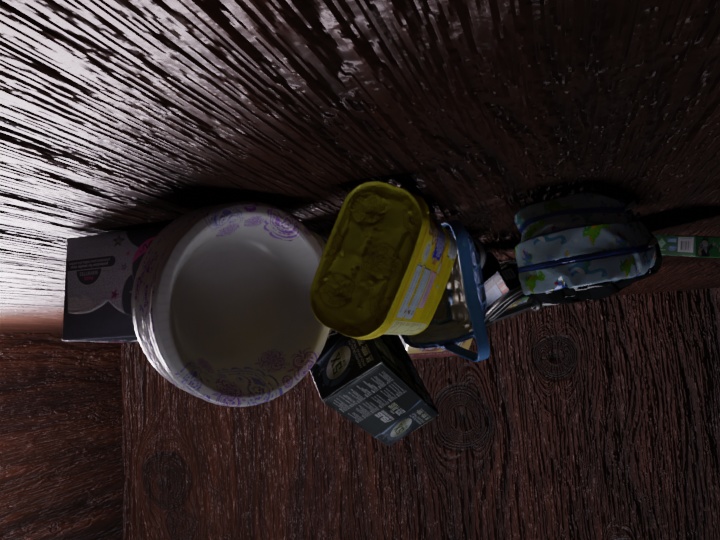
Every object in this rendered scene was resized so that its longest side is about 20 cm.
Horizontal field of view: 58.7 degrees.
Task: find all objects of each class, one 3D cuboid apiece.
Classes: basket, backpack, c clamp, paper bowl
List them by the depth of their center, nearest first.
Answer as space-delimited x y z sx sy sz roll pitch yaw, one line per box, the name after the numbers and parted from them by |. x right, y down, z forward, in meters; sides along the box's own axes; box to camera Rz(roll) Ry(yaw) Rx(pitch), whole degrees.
-0.134 0.031 0.661 0.200 0.202 0.104 2 -178 -38 | paper bowl
0.252 -0.022 0.742 0.162 0.155 0.200 -5 -165 33 | backpack
0.108 0.028 0.869 0.138 0.178 0.200 -11 -179 -20 | basket
0.247 0.053 1.015 0.199 0.027 0.171 -17 153 -30 | c clamp

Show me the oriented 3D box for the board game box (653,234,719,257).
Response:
0.441 -0.037 0.925 0.134 0.029 0.200 -1 -176 -25 | board game box

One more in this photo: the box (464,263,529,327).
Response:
0.268 0.022 1.057 0.199 0.038 0.137 -18 159 -31 | box

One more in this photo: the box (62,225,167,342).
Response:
-0.249 0.020 0.787 0.198 0.133 0.115 -4 171 18 | box

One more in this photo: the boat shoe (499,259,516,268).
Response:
0.292 0.008 1.279 0.199 0.073 0.071 -18 158 25 | boat shoe

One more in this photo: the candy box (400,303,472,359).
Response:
0.107 0.063 1.120 0.116 0.201 0.057 -2 132 -17 | candy box

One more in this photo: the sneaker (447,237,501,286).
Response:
0.180 -0.011 1.018 0.145 0.077 0.202 -13 166 -25 | sneaker

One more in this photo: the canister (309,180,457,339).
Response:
0.036 0.000 0.689 0.086 0.150 0.200 22 -179 20 | canister

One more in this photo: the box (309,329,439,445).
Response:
0.002 0.113 0.831 0.086 0.164 0.200 -33 142 7 | box

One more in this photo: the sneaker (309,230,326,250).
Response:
-0.087 -0.019 0.865 0.081 0.076 0.200 -21 -179 -29 | sneaker

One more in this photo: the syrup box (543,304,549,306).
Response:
0.440 0.040 1.502 0.078 0.082 0.200 1 171 -22 | syrup box
